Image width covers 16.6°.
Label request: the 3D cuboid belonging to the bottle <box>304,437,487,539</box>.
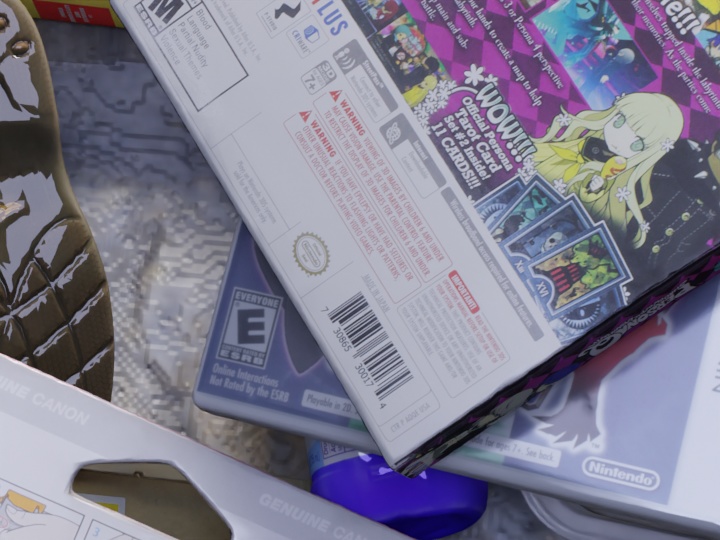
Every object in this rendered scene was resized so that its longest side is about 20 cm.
[{"bbox_3d":[0.000,0.000,0.923,0.065,0.084,0.202,-11,77,2],"label":"bottle"}]

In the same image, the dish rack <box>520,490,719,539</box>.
[{"bbox_3d":[0.163,0.026,0.900,0.198,0.044,0.173,13,82,-16],"label":"dish rack"}]

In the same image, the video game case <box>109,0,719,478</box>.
[{"bbox_3d":[0.037,-0.062,0.841,0.181,0.036,0.201,-34,73,5],"label":"video game case"}]

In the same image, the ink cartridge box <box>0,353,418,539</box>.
[{"bbox_3d":[-0.097,0.140,0.847,0.199,0.045,0.177,25,71,-8],"label":"ink cartridge box"}]

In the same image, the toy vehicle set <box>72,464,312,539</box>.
[{"bbox_3d":[-0.117,0.128,0.890,0.198,0.026,0.125,9,76,-17],"label":"toy vehicle set"}]

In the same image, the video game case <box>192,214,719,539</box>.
[{"bbox_3d":[0.057,-0.018,0.861,0.198,0.023,0.184,12,81,14],"label":"video game case"}]

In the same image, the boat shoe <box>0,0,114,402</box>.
[{"bbox_3d":[-0.137,-0.008,0.938,0.071,0.068,0.202,-9,93,-12],"label":"boat shoe"}]

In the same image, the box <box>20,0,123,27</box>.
[{"bbox_3d":[-0.117,-0.138,0.978,0.198,0.050,0.076,6,76,2],"label":"box"}]
